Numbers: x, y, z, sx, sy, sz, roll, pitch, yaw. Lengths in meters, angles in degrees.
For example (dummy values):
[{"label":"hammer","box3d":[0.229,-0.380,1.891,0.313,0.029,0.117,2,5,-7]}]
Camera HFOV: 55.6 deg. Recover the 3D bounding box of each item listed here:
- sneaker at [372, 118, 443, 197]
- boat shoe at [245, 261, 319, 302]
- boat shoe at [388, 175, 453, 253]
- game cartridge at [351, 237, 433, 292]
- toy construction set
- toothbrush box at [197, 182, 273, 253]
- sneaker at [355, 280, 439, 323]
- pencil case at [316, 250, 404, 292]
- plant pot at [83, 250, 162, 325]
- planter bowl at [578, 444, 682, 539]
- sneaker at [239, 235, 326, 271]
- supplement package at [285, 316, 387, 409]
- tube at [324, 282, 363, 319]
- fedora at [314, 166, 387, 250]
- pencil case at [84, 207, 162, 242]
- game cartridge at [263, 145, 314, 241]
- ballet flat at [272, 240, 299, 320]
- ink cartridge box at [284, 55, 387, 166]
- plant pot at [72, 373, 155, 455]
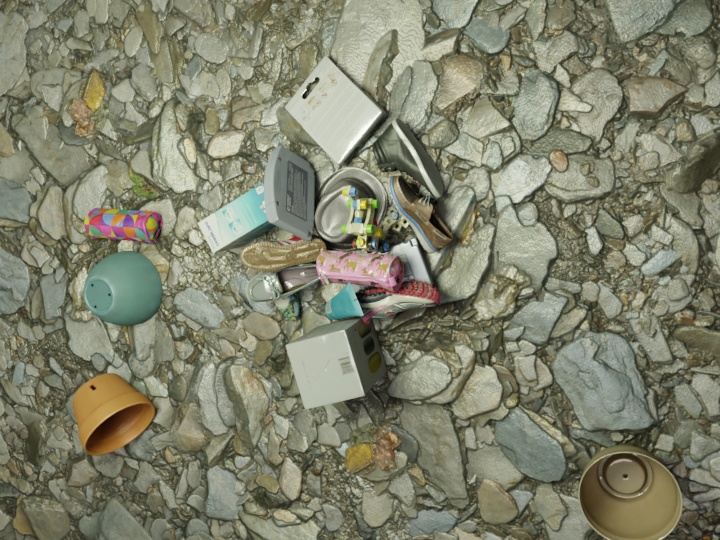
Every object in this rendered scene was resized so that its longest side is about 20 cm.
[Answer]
[{"label":"sneaker","box3d":[0.103,-0.233,1.545,0.099,0.071,0.201,-34,90,30]},{"label":"boat shoe","box3d":[-0.173,0.023,1.614,0.200,0.065,0.075,-15,94,-17]},{"label":"boat shoe","box3d":[0.138,-0.136,1.523,0.072,0.072,0.200,-25,110,33]},{"label":"game cartridge","box3d":[0.064,0.019,1.596,0.199,0.041,0.134,-20,88,19]},{"label":"toy construction set","box3d":[0.029,-0.107,1.518,0.092,0.199,0.132,-1,85,40]},{"label":"toothbrush box","box3d":[-0.261,-0.128,1.628,0.199,0.146,0.086,-29,88,20]},{"label":"sneaker","box3d":[0.085,0.072,1.536,0.198,0.081,0.075,-5,111,26]},{"label":"pencil case","box3d":[0.000,0.000,1.530,0.198,0.083,0.087,4,67,26]},{"label":"plant pot","box3d":[-0.639,0.056,1.779,0.198,0.135,0.202,3,99,17]},{"label":"planter bowl","box3d":[0.567,0.457,1.450,0.199,0.135,0.202,3,98,18]},{"label":"sneaker","box3d":[-0.185,-0.046,1.615,0.198,0.112,0.072,-7,102,-9]},{"label":"supplement package","box3d":[-0.050,0.203,1.577,0.150,0.200,0.153,-16,93,18]},{"label":"tube","box3d":[-0.037,0.078,1.562,0.050,0.200,0.078,-27,89,-18]},{"label":"fedora","box3d":[-0.039,-0.140,1.584,0.177,0.090,0.200,41,107,8]},{"label":"pencil case","box3d":[-0.617,-0.118,1.779,0.198,0.088,0.089,6,99,19]},{"label":"game cartridge","box3d":[-0.161,-0.178,1.555,0.041,0.133,0.202,-20,57,32]},{"label":"ballet flat","box3d":[-0.202,0.030,1.670,0.074,0.074,0.202,-13,92,19]},{"label":"ink cartridge box","box3d":[-0.058,-0.369,1.591,0.162,0.050,0.200,-47,74,18]},{"label":"plant pot","box3d":[-0.667,0.369,1.812,0.140,0.200,0.200,47,109,24]}]
